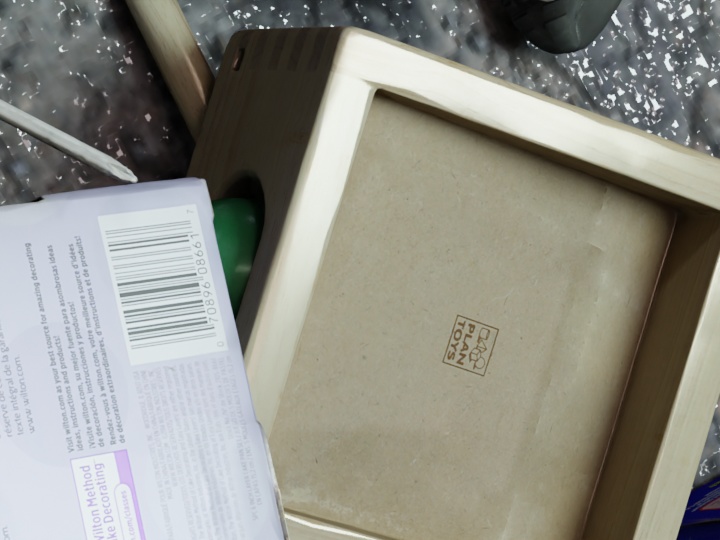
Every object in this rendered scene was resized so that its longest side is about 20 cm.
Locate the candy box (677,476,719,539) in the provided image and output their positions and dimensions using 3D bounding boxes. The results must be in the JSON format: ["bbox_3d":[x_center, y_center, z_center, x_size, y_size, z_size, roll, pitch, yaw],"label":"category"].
[{"bbox_3d":[0.214,0.149,0.921,0.169,0.077,0.200,-25,95,-30],"label":"candy box"}]

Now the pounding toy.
[{"bbox_3d":[0.000,0.000,0.813,0.200,0.142,0.184,18,87,-22],"label":"pounding toy"}]

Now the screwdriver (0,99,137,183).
[{"bbox_3d":[-0.147,-0.073,0.698,0.200,0.029,0.028,24,43,13],"label":"screwdriver"}]

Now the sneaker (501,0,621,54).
[{"bbox_3d":[0.118,-0.157,0.928,0.091,0.076,0.200,36,68,-26],"label":"sneaker"}]

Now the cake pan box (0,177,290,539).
[{"bbox_3d":[-0.109,0.076,0.658,0.184,0.052,0.200,-10,84,-34],"label":"cake pan box"}]
